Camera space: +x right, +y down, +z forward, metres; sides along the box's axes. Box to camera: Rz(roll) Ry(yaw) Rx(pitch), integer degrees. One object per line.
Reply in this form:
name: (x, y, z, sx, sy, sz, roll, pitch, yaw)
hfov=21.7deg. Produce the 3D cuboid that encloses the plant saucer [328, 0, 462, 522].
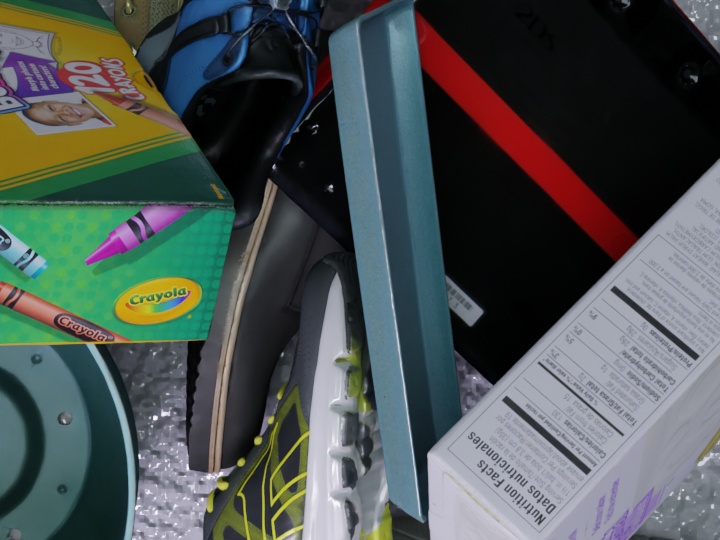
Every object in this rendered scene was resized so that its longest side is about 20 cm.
plant saucer: (0.015, -0.006, 0.750, 0.019, 0.070, 0.202, -3, 105, 20)

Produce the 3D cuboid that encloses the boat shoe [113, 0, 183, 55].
boat shoe: (-0.097, -0.075, 0.826, 0.062, 0.073, 0.203, 11, 88, 2)

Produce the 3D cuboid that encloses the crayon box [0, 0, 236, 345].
crayon box: (-0.137, -0.048, 0.706, 0.118, 0.200, 0.059, 0, 121, -26)

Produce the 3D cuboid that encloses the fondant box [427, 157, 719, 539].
fondant box: (0.113, 0.049, 0.762, 0.200, 0.145, 0.058, -43, 69, -16)

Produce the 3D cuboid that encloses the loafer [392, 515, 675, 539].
loafer: (0.095, 0.154, 0.839, 0.198, 0.072, 0.064, 7, 109, 6)

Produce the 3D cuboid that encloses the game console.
game console: (0.076, -0.053, 0.810, 0.200, 0.031, 0.177, 42, 91, -24)

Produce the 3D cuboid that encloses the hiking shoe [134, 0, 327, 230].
hiking shoe: (-0.033, -0.108, 0.716, 0.074, 0.087, 0.201, 0, 125, -28)

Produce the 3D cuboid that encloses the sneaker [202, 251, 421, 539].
sneaker: (-0.029, 0.091, 0.790, 0.084, 0.074, 0.202, 8, 96, 26)

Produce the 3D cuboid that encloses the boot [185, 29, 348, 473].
boot: (0.000, 0.000, 0.831, 0.137, 0.077, 0.202, 11, 100, -12)

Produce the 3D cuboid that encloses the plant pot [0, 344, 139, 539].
plant pot: (-0.183, 0.081, 0.783, 0.198, 0.161, 0.203, 0, 91, -1)
